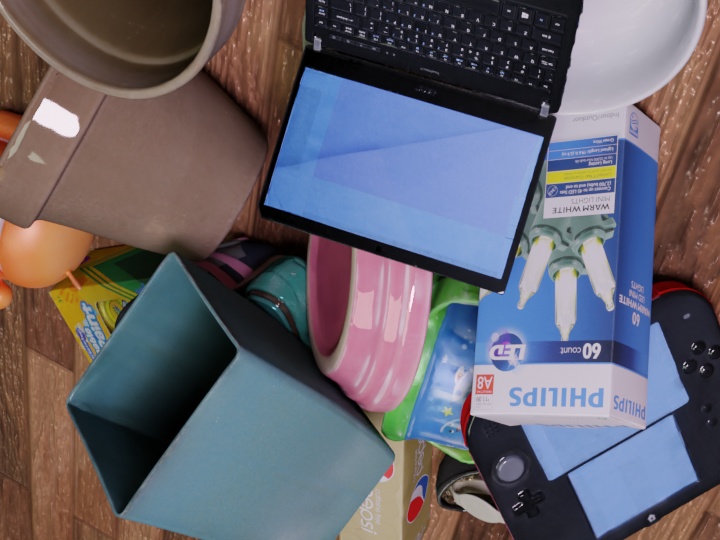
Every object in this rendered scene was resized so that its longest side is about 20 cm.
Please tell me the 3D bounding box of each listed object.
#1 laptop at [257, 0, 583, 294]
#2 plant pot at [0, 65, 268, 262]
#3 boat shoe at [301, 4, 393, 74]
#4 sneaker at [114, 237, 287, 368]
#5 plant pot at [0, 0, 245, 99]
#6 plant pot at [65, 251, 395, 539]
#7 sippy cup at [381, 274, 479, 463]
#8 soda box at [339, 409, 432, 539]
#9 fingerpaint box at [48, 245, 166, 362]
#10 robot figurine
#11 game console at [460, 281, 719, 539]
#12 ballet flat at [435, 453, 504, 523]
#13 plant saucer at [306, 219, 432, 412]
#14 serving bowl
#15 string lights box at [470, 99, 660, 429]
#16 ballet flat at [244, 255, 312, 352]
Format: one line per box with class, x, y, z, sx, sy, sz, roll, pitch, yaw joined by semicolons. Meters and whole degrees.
laptop;0.031;-0.109;0.802;0.175;0.104;0.201;17;144;10
plant pot;-0.171;-0.094;1.010;0.173;0.202;0.200;30;138;-15
boat shoe;-0.006;-0.210;0.880;0.060;0.072;0.204;-7;117;-14
sneaker;-0.137;0.021;1.057;0.081;0.199;0.071;25;116;29
plant pot;-0.130;-0.240;0.855;0.198;0.174;0.202;18;132;21
plant pot;-0.081;0.113;0.962;0.199;0.142;0.141;30;-169;-38
sippy cup;0.097;0.082;1.001;0.129;0.141;0.178;20;177;5
soda box;0.022;0.171;1.162;0.067;0.064;0.202;18;131;21
fingerpaint box;-0.167;0.076;1.205;0.165;0.073;0.202;-6;120;37
robot figurine;-0.321;-0.054;1.175;0.198;0.145;0.117;22;151;17
game console;0.182;0.118;0.944;0.198;0.031;0.178;-29;113;-1
ballet flat;0.149;0.188;1.085;0.198;0.069;0.069;-1;123;34
plant saucer;0.000;0.000;0.950;0.050;0.202;0.202;2;136;-14
serving bowl;0.115;-0.190;0.795;0.197;0.066;0.201;17;144;13
string lights box;0.135;-0.001;0.860;0.102;0.203;0.059;-4;164;35
ballet flat;-0.046;0.064;1.087;0.067;0.071;0.202;21;144;26
